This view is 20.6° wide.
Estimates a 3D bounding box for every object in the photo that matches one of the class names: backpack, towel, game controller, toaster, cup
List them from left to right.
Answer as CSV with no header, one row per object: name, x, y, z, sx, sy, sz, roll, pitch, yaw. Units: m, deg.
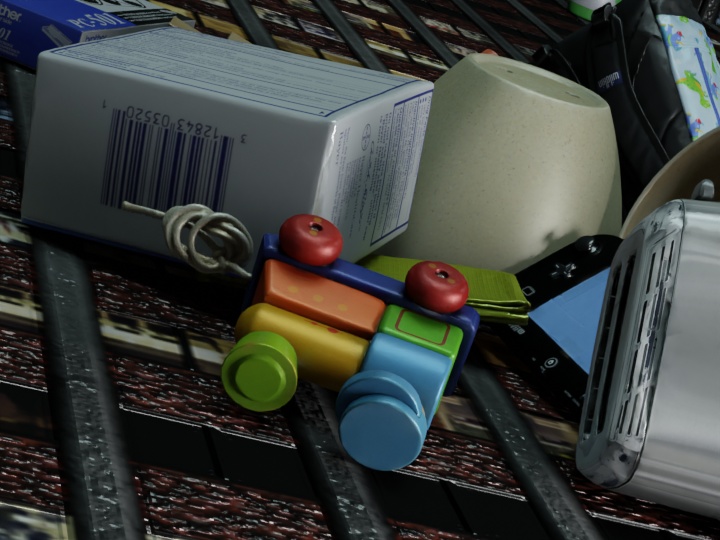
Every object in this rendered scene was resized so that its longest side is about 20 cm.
towel,0.000,0.000,1.186,0.199,0.018,0.086,8,18,-6
cup,0.096,-0.062,1.332,0.200,0.144,0.200,19,17,-6
game controller,0.151,0.041,1.174,0.104,0.042,0.200,-21,31,-14
backpack,0.222,-0.087,1.500,0.154,0.163,0.200,21,46,-41
toaster,0.191,0.055,1.035,0.129,0.201,0.114,12,-10,-2

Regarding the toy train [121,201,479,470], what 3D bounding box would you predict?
toy train,-0.046,0.029,1.004,0.200,0.085,0.116,20,29,2

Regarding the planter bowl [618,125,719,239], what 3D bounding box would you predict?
planter bowl,0.276,0.016,1.250,0.200,0.200,0.135,37,-3,45

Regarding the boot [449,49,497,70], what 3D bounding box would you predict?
boot,0.069,-0.125,1.557,0.200,0.108,0.075,1,14,-45

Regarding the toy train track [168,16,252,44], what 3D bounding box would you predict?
toy train track,-0.115,-0.143,1.554,0.115,0.033,0.200,32,21,-6

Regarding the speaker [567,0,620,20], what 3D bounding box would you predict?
speaker,0.362,-0.454,2.810,0.088,0.200,0.088,18,16,-5

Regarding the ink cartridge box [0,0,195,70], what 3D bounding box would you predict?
ink cartridge box,-0.216,-0.190,1.558,0.094,0.044,0.200,22,16,15

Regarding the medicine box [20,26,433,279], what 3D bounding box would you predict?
medicine box,-0.075,-0.073,1.179,0.182,0.103,0.200,14,15,15
